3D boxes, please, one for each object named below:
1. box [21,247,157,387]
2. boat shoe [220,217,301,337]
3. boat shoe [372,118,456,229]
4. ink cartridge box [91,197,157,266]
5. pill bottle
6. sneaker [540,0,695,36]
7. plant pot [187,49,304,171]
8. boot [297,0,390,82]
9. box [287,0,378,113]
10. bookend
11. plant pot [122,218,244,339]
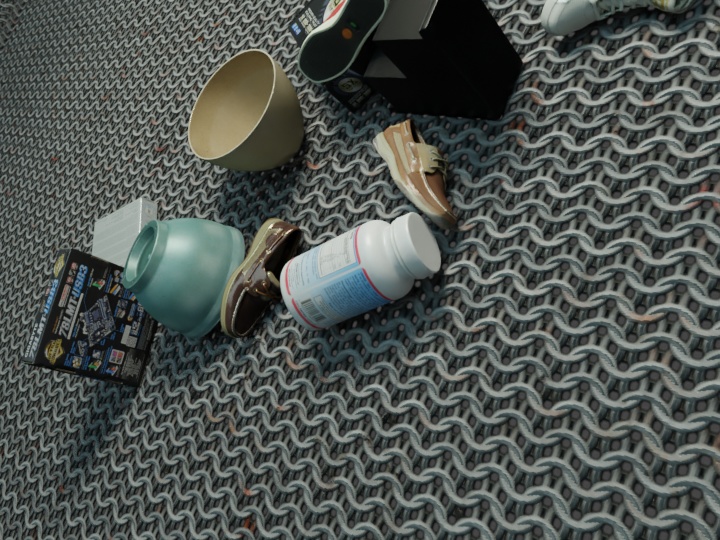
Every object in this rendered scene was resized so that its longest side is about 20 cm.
[{"bbox_3d":[-0.451,0.086,1.070,0.050,0.198,0.200,-3,70,39],"label":"box"},{"bbox_3d":[-0.148,0.016,0.954,0.072,0.072,0.200,18,78,40],"label":"boat shoe"},{"bbox_3d":[0.082,-0.140,0.840,0.072,0.076,0.200,-39,53,16],"label":"boat shoe"},{"bbox_3d":[-0.483,-0.030,1.256,0.160,0.047,0.200,-19,65,30],"label":"ink cartridge box"},{"bbox_3d":[0.000,0.000,0.817,0.200,0.109,0.109,-23,58,28],"label":"pill bottle"},{"bbox_3d":[0.324,-0.337,0.738,0.200,0.074,0.116,-35,50,20],"label":"sneaker"},{"bbox_3d":[-0.173,-0.247,1.045,0.200,0.134,0.201,-17,60,32],"label":"plant pot"},{"bbox_3d":[-0.007,-0.372,0.912,0.200,0.072,0.144,-32,24,45],"label":"boot"},{"bbox_3d":[-0.011,-0.388,1.014,0.164,0.086,0.200,-39,51,17],"label":"box"},{"bbox_3d":[0.078,-0.297,0.828,0.200,0.199,0.092,17,82,42],"label":"bookend"},{"bbox_3d":[-0.300,-0.004,1.008,0.200,0.134,0.201,-31,46,38],"label":"plant pot"}]
